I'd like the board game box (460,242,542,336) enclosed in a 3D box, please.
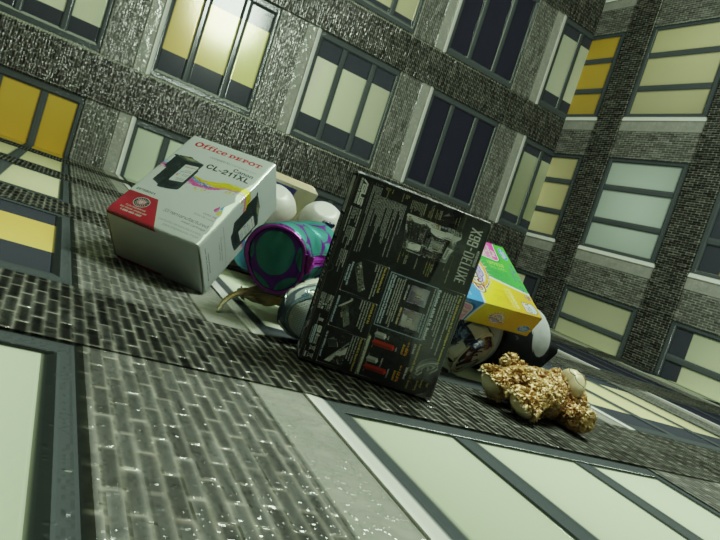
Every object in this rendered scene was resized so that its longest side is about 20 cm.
[{"bbox_3d":[0.160,0.009,0.950,0.196,0.041,0.155,15,39,-33],"label":"board game box"}]

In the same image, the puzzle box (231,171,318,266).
[{"bbox_3d":[-0.180,-0.088,1.167,0.131,0.201,0.026,16,32,-47],"label":"puzzle box"}]

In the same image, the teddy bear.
[{"bbox_3d":[0.238,0.155,0.842,0.196,0.068,0.145,18,7,-24],"label":"teddy bear"}]

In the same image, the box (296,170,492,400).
[{"bbox_3d":[0.034,0.016,0.692,0.154,0.205,0.050,18,6,-10],"label":"box"}]

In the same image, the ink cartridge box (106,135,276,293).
[{"bbox_3d":[-0.221,-0.085,0.880,0.142,0.084,0.201,19,45,13],"label":"ink cartridge box"}]

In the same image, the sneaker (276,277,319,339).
[{"bbox_3d":[-0.003,0.067,0.756,0.196,0.080,0.086,17,7,-33],"label":"sneaker"}]

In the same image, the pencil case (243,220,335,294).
[{"bbox_3d":[-0.081,-0.022,0.843,0.090,0.088,0.200,16,8,9],"label":"pencil case"}]

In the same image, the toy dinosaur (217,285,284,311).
[{"bbox_3d":[-0.116,0.028,0.845,0.197,0.060,0.100,16,6,-45],"label":"toy dinosaur"}]

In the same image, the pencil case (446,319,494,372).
[{"bbox_3d":[0.113,0.052,0.965,0.088,0.078,0.202,-12,56,-42],"label":"pencil case"}]

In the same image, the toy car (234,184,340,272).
[{"bbox_3d":[-0.127,-0.030,1.085,0.195,0.178,0.152,20,40,0],"label":"toy car"}]

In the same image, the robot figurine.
[{"bbox_3d":[0.227,0.107,1.055,0.196,0.128,0.149,18,1,-28],"label":"robot figurine"}]
